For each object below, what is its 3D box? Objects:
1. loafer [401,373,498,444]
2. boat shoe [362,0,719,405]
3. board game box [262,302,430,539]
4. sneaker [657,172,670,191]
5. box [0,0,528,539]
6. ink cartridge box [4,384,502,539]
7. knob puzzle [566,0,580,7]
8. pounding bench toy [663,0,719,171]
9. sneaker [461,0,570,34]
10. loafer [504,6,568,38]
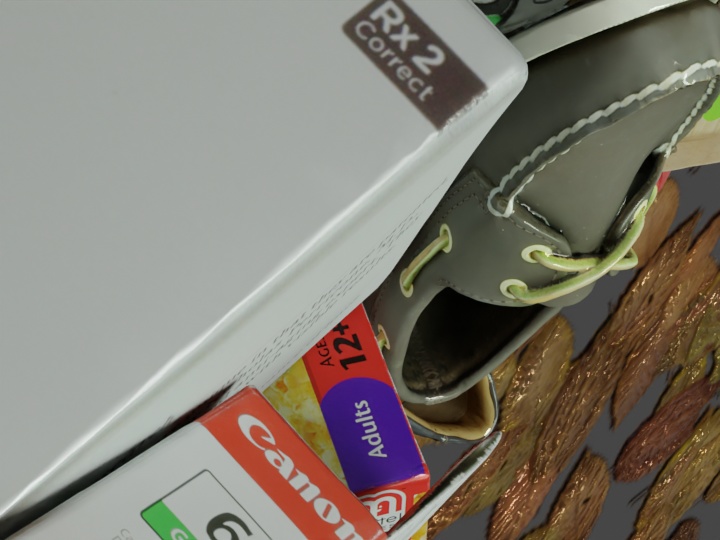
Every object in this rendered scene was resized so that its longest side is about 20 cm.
[{"bbox_3d":[0.000,0.000,0.874,0.073,0.072,0.200,-53,154,-6],"label":"loafer"},{"bbox_3d":[0.045,-0.018,0.694,0.072,0.061,0.202,-15,168,-24],"label":"boat shoe"},{"bbox_3d":[-0.099,0.031,0.711,0.199,0.152,0.046,-14,144,-12],"label":"board game box"},{"bbox_3d":[0.064,-0.029,1.112,0.200,0.071,0.098,-45,161,-25],"label":"sneaker"},{"bbox_3d":[-0.107,-0.035,0.615,0.200,0.199,0.131,-41,172,-27],"label":"box"},{"bbox_3d":[-0.054,0.084,0.588,0.109,0.050,0.200,-48,172,31],"label":"ink cartridge box"},{"bbox_3d":[0.052,-0.133,0.815,0.030,0.220,0.220,16,110,-37],"label":"knob puzzle"},{"bbox_3d":[0.093,-0.120,0.988,0.200,0.124,0.157,-11,132,-56],"label":"pounding bench toy"},{"bbox_3d":[0.004,-0.136,0.652,0.078,0.201,0.085,-28,146,-2],"label":"sneaker"},{"bbox_3d":[-0.029,-0.103,0.738,0.063,0.200,0.072,-48,-170,24],"label":"loafer"}]
